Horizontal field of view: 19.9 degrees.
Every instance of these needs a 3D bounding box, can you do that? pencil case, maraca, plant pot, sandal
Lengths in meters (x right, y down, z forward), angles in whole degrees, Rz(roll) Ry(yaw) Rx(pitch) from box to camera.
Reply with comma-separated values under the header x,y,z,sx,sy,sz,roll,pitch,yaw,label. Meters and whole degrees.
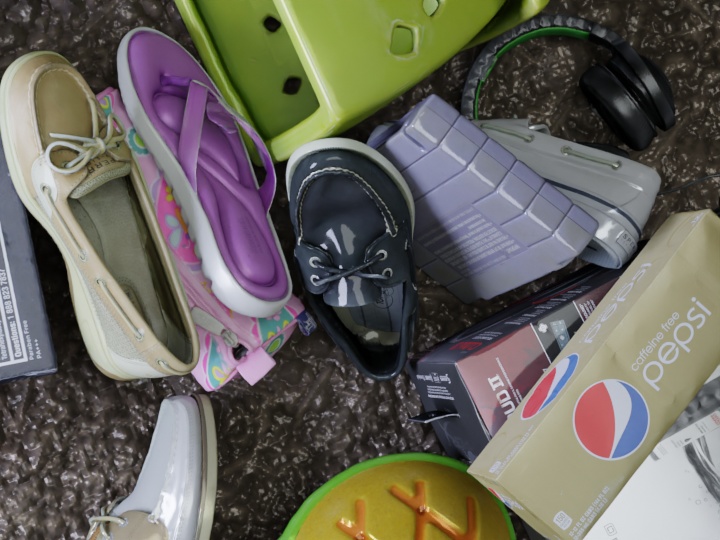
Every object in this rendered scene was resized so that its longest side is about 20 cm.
x,y,z,sx,sy,sz,roll,pitch,yaw,label
-0.121,-0.017,1.272,0.087,0.087,0.200,-40,95,-9,pencil case
0.003,0.193,1.277,0.200,0.107,0.137,-23,90,-10,maraca
-0.006,-0.197,1.248,0.181,0.199,0.200,-27,94,-17,plant pot
-0.083,-0.068,1.246,0.082,0.050,0.203,-4,63,-52,sandal

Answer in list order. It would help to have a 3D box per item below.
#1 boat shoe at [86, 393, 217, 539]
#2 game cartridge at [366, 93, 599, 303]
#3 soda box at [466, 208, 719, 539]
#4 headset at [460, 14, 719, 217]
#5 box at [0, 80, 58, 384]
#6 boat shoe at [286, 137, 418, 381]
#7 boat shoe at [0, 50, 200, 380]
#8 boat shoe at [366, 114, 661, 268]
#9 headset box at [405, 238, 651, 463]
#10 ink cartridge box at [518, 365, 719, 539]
x,y,z,sx,sy,sz,roll,pitch,yaw,label
-0.135,0.172,1.268,0.068,0.075,0.201,10,87,-16,boat shoe
0.058,-0.039,1.248,0.129,0.200,0.038,33,74,-9,game cartridge
0.152,0.060,1.178,0.064,0.068,0.200,40,82,-8,soda box
0.161,-0.084,1.346,0.200,0.094,0.124,31,88,7,headset
-0.298,-0.016,1.218,0.198,0.123,0.201,-11,89,-12,box
-0.002,0.000,1.239,0.074,0.200,0.066,-3,55,4,boat shoe
-0.146,-0.032,1.180,0.073,0.063,0.201,-25,103,-42,boat shoe
0.098,-0.062,1.284,0.200,0.074,0.067,25,72,30,boat shoe
0.124,0.054,1.283,0.200,0.149,0.075,-27,93,-10,headset box
0.207,0.135,1.329,0.200,0.084,0.145,-27,92,-11,ink cartridge box
